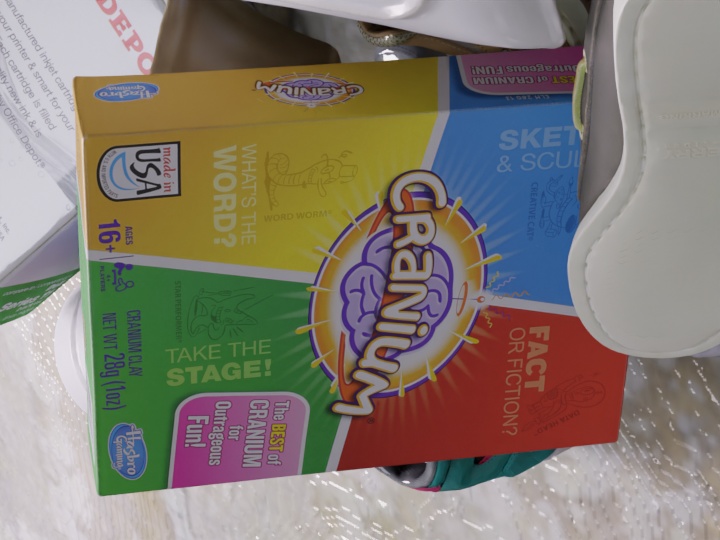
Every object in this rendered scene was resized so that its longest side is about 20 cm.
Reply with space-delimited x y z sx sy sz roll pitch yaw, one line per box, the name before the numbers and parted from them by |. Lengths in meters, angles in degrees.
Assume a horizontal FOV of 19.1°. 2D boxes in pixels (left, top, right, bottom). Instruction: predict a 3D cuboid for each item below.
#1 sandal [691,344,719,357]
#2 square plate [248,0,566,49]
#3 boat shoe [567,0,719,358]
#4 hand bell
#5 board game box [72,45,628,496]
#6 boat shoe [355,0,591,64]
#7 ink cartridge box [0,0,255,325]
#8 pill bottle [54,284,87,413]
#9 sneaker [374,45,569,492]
sandal | 0.160 -0.013 0.746 0.207 0.059 0.080 160 98 -75
square plate | -0.048 -0.149 0.650 0.197 0.029 0.201 16 146 37
boat shoe | 0.103 -0.046 0.688 0.202 0.071 0.061 87 -177 -53
hand bell | 0.017 -0.050 0.815 0.198 0.105 0.105 14 135 -4
board game box | 0.000 0.000 0.765 0.040 0.198 0.154 -110 18 -54
boat shoe | 0.030 -0.106 0.756 0.072 0.076 0.200 52 180 41
ink cartridge box | -0.148 -0.086 0.990 0.200 0.083 0.147 -37 81 26
pill bottle | -0.064 0.025 0.996 0.199 0.112 0.113 -18 98 55
sneaker | 0.016 0.005 0.875 0.083 0.120 0.201 -1 111 51
